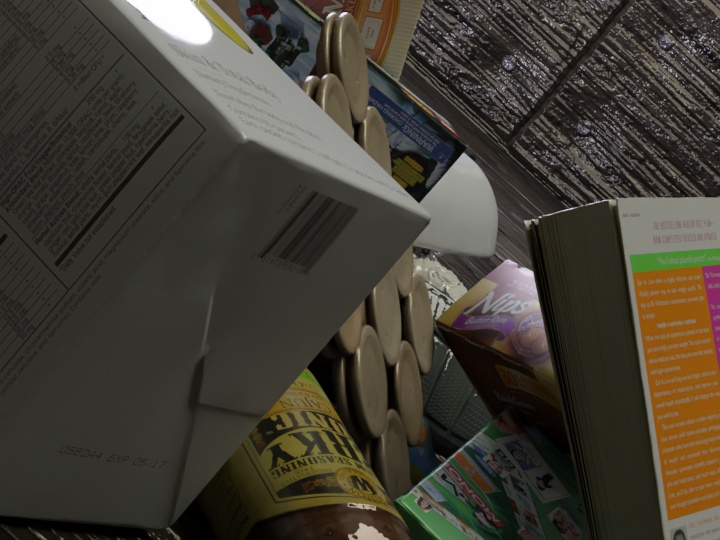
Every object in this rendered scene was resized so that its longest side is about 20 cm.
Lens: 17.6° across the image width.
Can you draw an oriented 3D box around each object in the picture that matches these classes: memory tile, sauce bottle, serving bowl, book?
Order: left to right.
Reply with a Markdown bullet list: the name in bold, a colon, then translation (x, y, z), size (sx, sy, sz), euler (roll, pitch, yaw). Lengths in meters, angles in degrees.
- **sauce bottle**: translation (-0.016, 0.097, 0.835), size (0.065, 0.065, 0.200), euler (35, 11, -36)
- **serving bowl**: translation (-0.005, -0.068, 1.413), size (0.199, 0.066, 0.200), euler (18, 7, -2)
- **memory tile**: translation (0.000, 0.000, 1.037), size (0.154, 0.017, 0.201), euler (-78, 159, -51)
- **book**: translation (0.144, 0.069, 1.031), size (0.133, 0.048, 0.201), euler (-3, 82, -53)

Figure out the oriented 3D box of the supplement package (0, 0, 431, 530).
- **supplement package**: translation (-0.114, -0.039, 0.776), size (0.200, 0.151, 0.152), euler (45, 10, 23)

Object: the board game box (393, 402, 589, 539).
- **board game box**: translation (0.106, 0.157, 1.033), size (0.200, 0.029, 0.134), euler (45, 30, 8)

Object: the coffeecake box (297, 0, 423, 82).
- **coffeecake box**: translation (-0.072, -0.153, 1.254), size (0.199, 0.154, 0.073), euler (8, 25, -23)

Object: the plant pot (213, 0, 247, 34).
- **plant pot**: translation (-0.120, -0.092, 0.964), size (0.175, 0.200, 0.200), euler (59, 11, 4)

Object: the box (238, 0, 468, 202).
- **box**: translation (-0.058, -0.075, 1.230), size (0.200, 0.137, 0.040), euler (36, 10, -30)

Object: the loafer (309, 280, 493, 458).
- **loafer**: translation (0.003, 0.034, 1.215), size (0.200, 0.072, 0.063), euler (41, -33, -15)

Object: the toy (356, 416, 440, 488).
- **toy**: translation (0.078, 0.129, 1.129), size (0.200, 0.047, 0.115), euler (42, 11, 0)

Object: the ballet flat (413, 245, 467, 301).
- **ballet flat**: translation (0.010, 0.012, 1.357), size (0.072, 0.072, 0.200), euler (39, 1, -16)

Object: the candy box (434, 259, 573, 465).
- **candy box**: translation (0.126, 0.097, 1.145), size (0.201, 0.056, 0.117), euler (59, -16, -26)
